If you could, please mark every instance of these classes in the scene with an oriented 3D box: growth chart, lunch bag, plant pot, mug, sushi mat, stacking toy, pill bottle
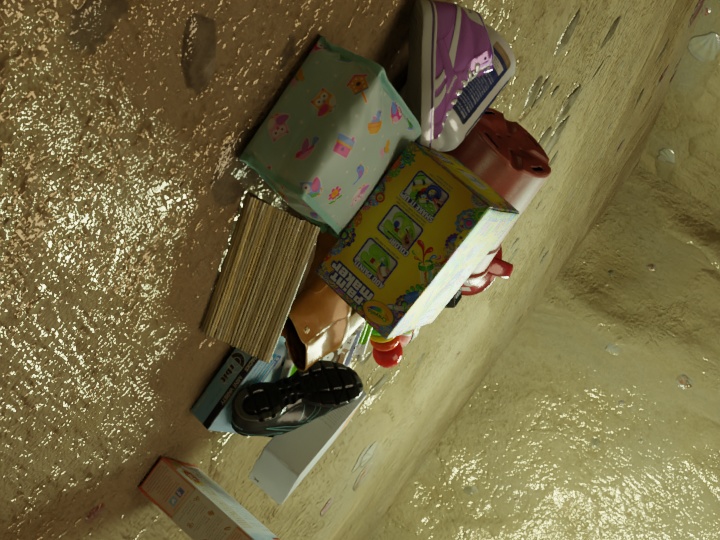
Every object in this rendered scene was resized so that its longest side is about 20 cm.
[{"bbox_3d":[-0.052,0.131,1.209,0.199,0.018,0.146,-27,143,-38],"label":"growth chart"},{"bbox_3d":[-0.022,-0.136,0.930,0.172,0.121,0.200,-57,155,-3],"label":"lunch bag"},{"bbox_3d":[0.172,-0.126,1.233,0.200,0.201,0.196,-28,160,-54],"label":"plant pot"},{"bbox_3d":[0.154,-0.042,1.388,0.199,0.176,0.136,14,67,-48],"label":"mug"},{"bbox_3d":[-0.121,0.014,0.962,0.012,0.094,0.202,-70,-177,-64],"label":"sushi mat"},{"bbox_3d":[0.036,0.084,1.374,0.085,0.085,0.202,-44,140,-31],"label":"stacking toy"},{"bbox_3d":[0.117,-0.238,1.120,0.201,0.110,0.111,-51,160,-15],"label":"pill bottle"}]

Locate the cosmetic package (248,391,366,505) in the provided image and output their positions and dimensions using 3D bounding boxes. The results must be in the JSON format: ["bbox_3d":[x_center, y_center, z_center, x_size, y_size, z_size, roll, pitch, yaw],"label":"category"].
[{"bbox_3d":[-0.081,0.258,1.280,0.200,0.071,0.102,-44,168,-44],"label":"cosmetic package"}]

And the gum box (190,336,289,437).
[{"bbox_3d":[-0.132,0.159,1.183,0.171,0.044,0.200,-54,153,3],"label":"gum box"}]

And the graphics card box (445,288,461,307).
[{"bbox_3d":[0.076,-0.048,1.169,0.051,0.123,0.203,-43,130,-63],"label":"graphics card box"}]

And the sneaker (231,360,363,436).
[{"bbox_3d":[-0.091,0.181,1.137,0.197,0.076,0.080,-9,146,-26],"label":"sneaker"}]

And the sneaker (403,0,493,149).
[{"bbox_3d":[0.116,-0.230,1.023,0.073,0.112,0.204,-150,-116,-69],"label":"sneaker"}]

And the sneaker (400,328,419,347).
[{"bbox_3d":[0.067,0.097,1.457,0.085,0.077,0.201,-42,157,-22],"label":"sneaker"}]

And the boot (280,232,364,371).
[{"bbox_3d":[-0.055,0.022,1.090,0.144,0.070,0.204,-33,122,-46],"label":"boot"}]

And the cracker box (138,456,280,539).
[{"bbox_3d":[-0.199,0.348,1.130,0.058,0.199,0.134,-52,160,-9],"label":"cracker box"}]

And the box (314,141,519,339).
[{"bbox_3d":[0.077,-0.036,0.999,0.194,0.122,0.200,-53,166,14],"label":"box"}]
